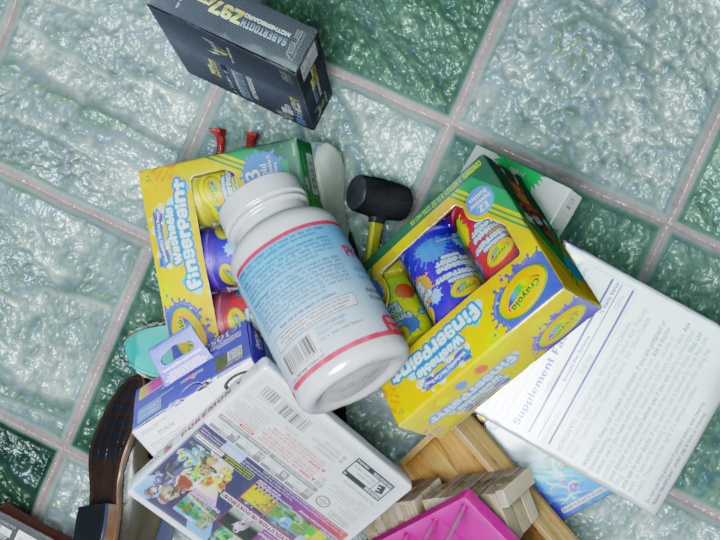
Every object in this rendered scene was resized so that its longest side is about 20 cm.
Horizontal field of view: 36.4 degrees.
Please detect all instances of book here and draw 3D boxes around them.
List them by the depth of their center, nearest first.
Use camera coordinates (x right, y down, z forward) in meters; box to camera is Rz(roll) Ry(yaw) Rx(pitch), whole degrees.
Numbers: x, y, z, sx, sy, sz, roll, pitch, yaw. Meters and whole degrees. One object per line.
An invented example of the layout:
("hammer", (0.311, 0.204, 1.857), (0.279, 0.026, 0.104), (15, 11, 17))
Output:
("book", (0.121, -0.012, 1.101), (0.133, 0.048, 0.201), (32, 94, 45))

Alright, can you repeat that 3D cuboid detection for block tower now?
("block tower", (0.084, 0.241, 1.094), (0.199, 0.054, 0.058), (-18, 97, 41))

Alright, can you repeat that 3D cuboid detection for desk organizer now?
("desk organizer", (-0.313, 0.323, 1.186), (0.199, 0.077, 0.072), (26, 95, 6))

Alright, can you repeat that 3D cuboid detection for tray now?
("tray", (0.135, 0.244, 1.114), (0.200, 0.037, 0.099), (49, 129, 10))

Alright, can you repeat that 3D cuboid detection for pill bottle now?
("pill bottle", (-0.048, 0.016, 0.971), (0.108, 0.109, 0.201), (-32, 70, 7))

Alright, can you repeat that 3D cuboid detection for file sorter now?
("file sorter", (0.067, 0.328, 1.036), (0.139, 0.126, 0.200), (45, 135, -5))

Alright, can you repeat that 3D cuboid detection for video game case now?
("video game case", (-0.082, 0.198, 1.017), (0.182, 0.023, 0.200), (-42, 115, 12))
("video game case", (0.212, 0.147, 1.131), (0.199, 0.045, 0.182), (-31, 87, 7))

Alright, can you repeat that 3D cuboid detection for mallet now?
("mallet", (0.000, 0.000, 1.125), (0.065, 0.041, 0.202), (20, 80, -30))

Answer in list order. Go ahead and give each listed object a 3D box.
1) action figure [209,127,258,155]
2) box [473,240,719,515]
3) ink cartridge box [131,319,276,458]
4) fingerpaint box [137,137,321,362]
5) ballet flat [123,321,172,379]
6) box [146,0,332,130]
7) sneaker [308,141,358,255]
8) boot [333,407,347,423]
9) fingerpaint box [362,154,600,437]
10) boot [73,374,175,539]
("action figure", (-0.147, -0.049, 1.170), (0.065, 0.052, 0.202), (6, 95, 3))
("box", (0.234, 0.098, 1.050), (0.199, 0.105, 0.185), (29, 94, 7))
("ink cartridge box", (-0.122, 0.144, 1.037), (0.136, 0.077, 0.201), (-31, 118, 7))
("fingerpaint box", (-0.116, -0.015, 1.087), (0.165, 0.073, 0.202), (-10, 90, 11))
("ballet flat", (-0.149, 0.086, 1.164), (0.198, 0.072, 0.073), (-2, 92, 10))
("box", (-0.113, -0.215, 1.081), (0.157, 0.200, 0.051), (27, 83, 5))
("sneaker", (-0.047, -0.033, 1.151), (0.072, 0.072, 0.202), (-3, 93, 36))
("boot", (-0.099, 0.205, 1.154), (0.156, 0.079, 0.213), (5, 93, 7))
("fingerpaint box", (0.092, 0.025, 1.007), (0.200, 0.073, 0.168), (-42, 52, 22))
("boot", (-0.241, 0.221, 1.188), (0.074, 0.097, 0.202), (-7, 63, 43))
